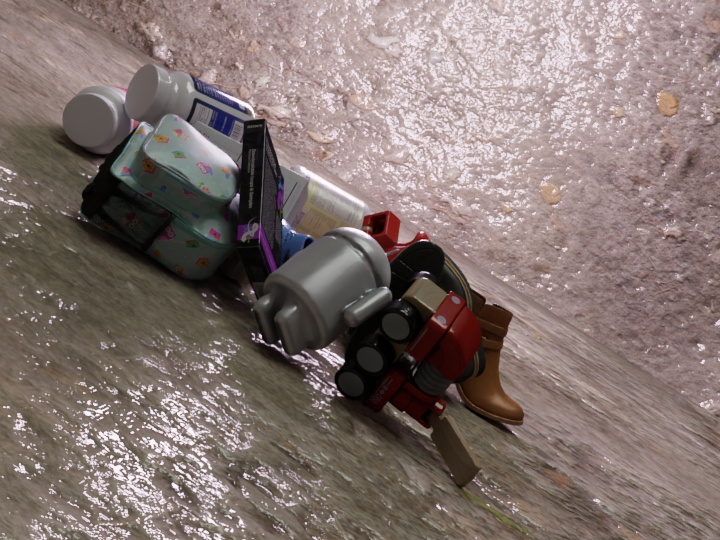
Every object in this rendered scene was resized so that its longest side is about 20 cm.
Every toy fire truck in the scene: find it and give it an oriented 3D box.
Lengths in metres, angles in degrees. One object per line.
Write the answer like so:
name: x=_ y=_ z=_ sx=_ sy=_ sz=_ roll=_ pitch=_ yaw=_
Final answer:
toy fire truck: x=0.087 y=0.134 z=1.145 sx=0.200 sy=0.176 sz=0.129 roll=38 pitch=37 yaw=4
toy fire truck: x=0.000 y=0.000 z=1.420 sx=0.141 sy=0.200 sz=0.049 roll=42 pitch=40 yaw=-34

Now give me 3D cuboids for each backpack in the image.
backpack: x=-0.237 y=-0.093 z=1.270 sx=0.200 sy=0.153 sz=0.176 roll=43 pitch=24 yaw=-20

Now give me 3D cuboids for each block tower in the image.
block tower: x=-0.222 y=-0.053 z=1.404 sx=0.200 sy=0.058 sz=0.054 roll=35 pitch=-2 yaw=28

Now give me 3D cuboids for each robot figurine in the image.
robot figurine: x=-0.041 y=0.021 z=1.215 sx=0.169 sy=0.200 sz=0.113 roll=27 pitch=-38 yaw=37

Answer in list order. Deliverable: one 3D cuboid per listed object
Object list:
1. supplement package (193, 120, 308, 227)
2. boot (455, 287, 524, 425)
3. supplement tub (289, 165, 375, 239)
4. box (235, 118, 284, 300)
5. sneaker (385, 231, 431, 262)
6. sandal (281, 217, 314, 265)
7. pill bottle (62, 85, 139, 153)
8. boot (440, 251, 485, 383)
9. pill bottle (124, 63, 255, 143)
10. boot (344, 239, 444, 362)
supplement package: x=-0.194 y=-0.129 z=1.528 sx=0.200 sy=0.114 sz=0.110 roll=29 pitch=-13 yaw=2
boot: x=0.198 y=0.132 z=1.497 sx=0.200 sy=0.155 sz=0.077 roll=35 pitch=10 yaw=19
supplement tub: x=-0.072 y=-0.092 z=1.827 sx=0.200 sy=0.145 sz=0.145 roll=29 pitch=10 yaw=-18
box: x=-0.132 y=-0.081 z=1.295 sx=0.036 sy=0.200 sz=0.143 roll=-2 pitch=-30 yaw=5
sneaker: x=0.028 y=-0.021 z=1.633 sx=0.077 sy=0.200 sz=0.085 roll=-63 pitch=138 yaw=-77
sandal: x=-0.092 y=-0.025 z=1.400 sx=0.079 sy=0.087 sz=0.200 roll=-20 pitch=68 yaw=-45
pill bottle: x=-0.427 y=-0.255 z=1.636 sx=0.112 sy=0.112 sz=0.200 roll=31 pitch=10 yaw=-2
boot: x=0.103 y=0.074 z=1.406 sx=0.138 sy=0.077 sz=0.200 roll=-15 pitch=81 yaw=-47
pill bottle: x=-0.283 y=-0.261 z=1.613 sx=0.200 sy=0.116 sz=0.116 roll=21 pitch=14 yaw=-44
boot: x=0.040 y=0.040 z=1.349 sx=0.073 sy=0.204 sz=0.154 roll=31 pitch=5 yaw=-6
